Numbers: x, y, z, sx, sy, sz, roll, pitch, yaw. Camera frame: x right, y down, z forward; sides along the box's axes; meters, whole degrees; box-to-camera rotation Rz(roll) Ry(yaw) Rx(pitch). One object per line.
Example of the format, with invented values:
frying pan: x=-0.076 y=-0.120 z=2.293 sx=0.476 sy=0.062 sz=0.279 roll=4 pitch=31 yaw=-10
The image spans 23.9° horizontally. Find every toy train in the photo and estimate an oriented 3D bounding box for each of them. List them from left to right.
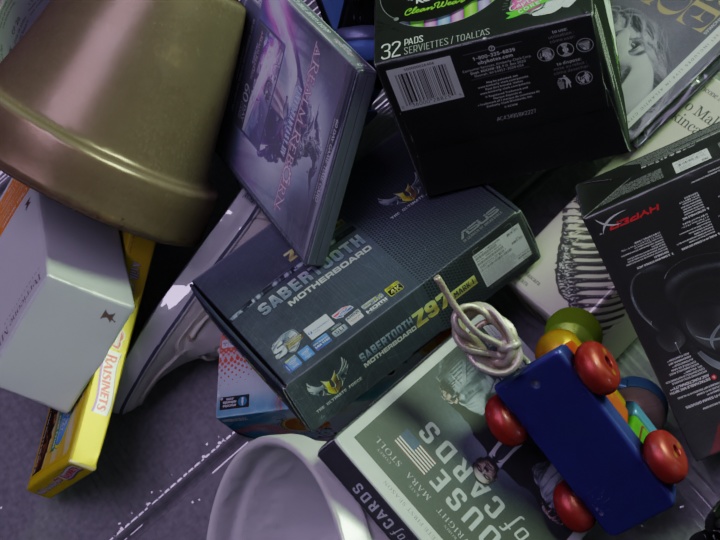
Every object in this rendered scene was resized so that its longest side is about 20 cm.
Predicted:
toy train: x=0.122 y=0.055 z=1.051 sx=0.085 sy=0.116 sz=0.200 roll=-33 pitch=102 yaw=26

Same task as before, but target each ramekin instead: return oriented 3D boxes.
ramekin: x=-0.011 y=0.203 z=1.074 sx=0.200 sy=0.105 sz=0.201 roll=-6 pitch=83 yaw=60

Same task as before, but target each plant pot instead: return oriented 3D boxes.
plant pot: x=-0.167 y=-0.136 z=1.220 sx=0.200 sy=0.200 sz=0.175 roll=34 pitch=99 yaw=31

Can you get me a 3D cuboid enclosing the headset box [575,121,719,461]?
headset box: x=0.243 y=0.013 z=1.066 sx=0.149 sy=0.200 sz=0.077 roll=-25 pitch=17 yaw=12

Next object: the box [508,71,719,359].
box: x=0.198 y=-0.034 z=1.158 sx=0.200 sy=0.068 sz=0.082 roll=-47 pitch=51 yaw=-3

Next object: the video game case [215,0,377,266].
video game case: x=-0.053 y=-0.112 z=1.189 sx=0.200 sy=0.019 sz=0.143 roll=51 pitch=131 yaw=52

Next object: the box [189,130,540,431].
box: x=0.000 y=0.000 z=1.168 sx=0.200 sy=0.051 sz=0.158 roll=-36 pitch=37 yaw=-9

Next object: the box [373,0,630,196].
box: x=0.095 y=-0.174 z=1.164 sx=0.148 sy=0.124 sz=0.200 roll=-11 pitch=44 yaw=13

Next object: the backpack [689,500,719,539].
backpack: x=0.280 y=0.214 z=0.949 sx=0.190 sy=0.200 sz=0.155 roll=-6 pitch=95 yaw=12

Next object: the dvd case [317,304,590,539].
dvd case: x=0.078 y=0.120 z=1.056 sx=0.150 sy=0.200 sz=0.025 roll=49 pitch=129 yaw=4

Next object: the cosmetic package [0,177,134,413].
cosmetic package: x=-0.231 y=0.002 z=1.262 sx=0.102 sy=0.071 sz=0.200 roll=-56 pitch=28 yaw=19

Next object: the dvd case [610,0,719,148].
dvd case: x=0.194 y=-0.177 z=1.218 sx=0.149 sy=0.016 sz=0.200 roll=-44 pitch=37 yaw=-1

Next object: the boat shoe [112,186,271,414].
boat shoe: x=-0.115 y=0.036 z=1.260 sx=0.070 sy=0.071 sz=0.200 roll=35 pitch=100 yaw=-6

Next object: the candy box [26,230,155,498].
candy box: x=-0.198 y=0.063 z=1.266 sx=0.102 sy=0.026 sz=0.201 roll=-31 pitch=42 yaw=55

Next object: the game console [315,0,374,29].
game console: x=-0.060 y=-0.263 z=1.298 sx=0.118 sy=0.171 sz=0.200 roll=-8 pitch=58 yaw=-18

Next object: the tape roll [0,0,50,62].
tape roll: x=-0.225 y=-0.188 z=1.402 sx=0.199 sy=0.085 sz=0.201 roll=-9 pitch=64 yaw=18

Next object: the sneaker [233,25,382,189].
sneaker: x=-0.030 y=-0.109 z=1.258 sx=0.200 sy=0.074 sz=0.082 roll=-41 pitch=54 yaw=46

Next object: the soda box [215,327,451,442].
soda box: x=0.001 y=0.073 z=1.198 sx=0.199 sy=0.064 sz=0.069 roll=-8 pitch=63 yaw=20
